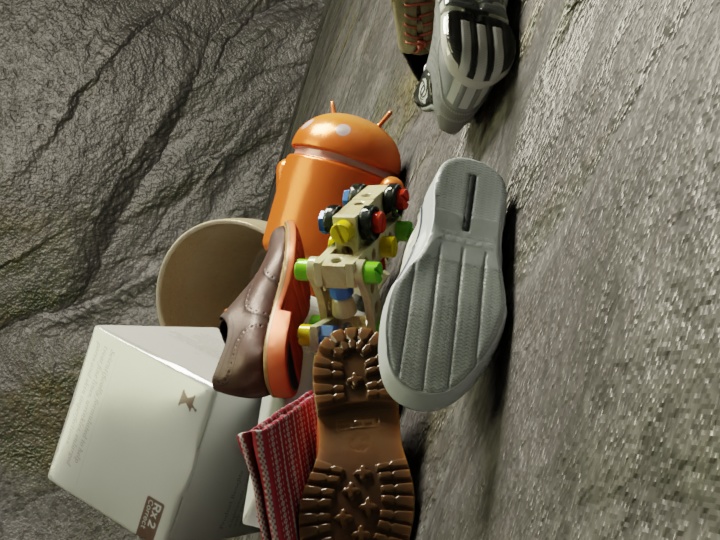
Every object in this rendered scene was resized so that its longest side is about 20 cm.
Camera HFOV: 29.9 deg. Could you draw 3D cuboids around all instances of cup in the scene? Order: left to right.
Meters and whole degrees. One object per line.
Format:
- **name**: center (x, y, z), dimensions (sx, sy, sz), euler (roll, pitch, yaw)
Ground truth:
- **cup**: center (-0.110, 0.029, 1.529), dimensions (0.143, 0.199, 0.201), euler (-27, -39, -62)

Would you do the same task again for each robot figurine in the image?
- **robot figurine**: center (-0.029, -0.067, 1.327), dimensions (0.144, 0.116, 0.201), euler (179, 108, -81)

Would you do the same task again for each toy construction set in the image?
- **toy construction set**: center (0.000, 0.000, 1.150), dimensions (0.200, 0.091, 0.132), euler (-75, -20, -69)

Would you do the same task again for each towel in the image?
- **towel**: center (-0.042, 0.164, 0.922), dimensions (0.200, 0.022, 0.146), euler (-9, -91, -81)

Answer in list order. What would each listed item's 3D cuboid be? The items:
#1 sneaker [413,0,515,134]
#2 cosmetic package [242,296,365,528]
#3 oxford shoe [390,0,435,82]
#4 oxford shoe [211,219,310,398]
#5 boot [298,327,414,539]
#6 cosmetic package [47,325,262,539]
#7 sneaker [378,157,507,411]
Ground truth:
- **sneaker**: center (0.073, -0.188, 1.061), dimensions (0.116, 0.074, 0.201), euler (113, 169, -48)
- **cosmetic package**: center (-0.042, 0.125, 1.168), dimensions (0.201, 0.081, 0.113), euler (-87, 16, -55)
- **oxford shoe**: center (0.059, -0.226, 1.151), dimensions (0.200, 0.070, 0.075), euler (59, -145, -65)
- **oxford shoe**: center (-0.084, 0.027, 1.137), dimensions (0.201, 0.072, 0.072), euler (-84, -15, -52)
- **boot**: center (0.001, 0.151, 0.924), dimensions (0.108, 0.074, 0.201), euler (86, -175, -52)
- **cosmetic package**: center (-0.166, 0.158, 1.335), dimensions (0.200, 0.164, 0.166), euler (7, -76, -59)
- **sneaker**: center (0.054, 0.018, 0.830), dimensions (0.071, 0.073, 0.201), euler (103, -174, -45)
